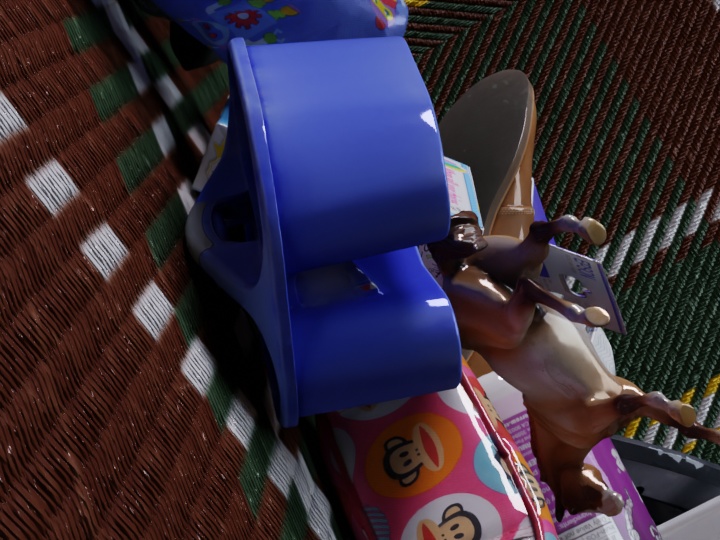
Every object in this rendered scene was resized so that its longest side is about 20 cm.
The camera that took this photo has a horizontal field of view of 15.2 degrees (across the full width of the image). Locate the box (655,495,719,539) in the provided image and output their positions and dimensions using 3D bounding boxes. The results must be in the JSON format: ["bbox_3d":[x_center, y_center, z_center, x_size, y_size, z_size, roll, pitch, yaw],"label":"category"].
[{"bbox_3d":[0.192,0.209,1.485,0.131,0.199,0.199,65,6,14],"label":"box"}]

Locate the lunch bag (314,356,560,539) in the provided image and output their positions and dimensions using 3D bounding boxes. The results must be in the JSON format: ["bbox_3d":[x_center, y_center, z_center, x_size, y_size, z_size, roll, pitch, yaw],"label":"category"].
[{"bbox_3d":[0.059,0.137,1.199,0.176,0.082,0.200,58,6,-44],"label":"lunch bag"}]

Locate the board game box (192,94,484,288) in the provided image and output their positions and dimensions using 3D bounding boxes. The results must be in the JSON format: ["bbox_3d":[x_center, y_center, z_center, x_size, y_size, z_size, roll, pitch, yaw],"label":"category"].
[{"bbox_3d":[-0.010,-0.046,1.329,0.134,0.034,0.200,21,10,-3],"label":"board game box"}]

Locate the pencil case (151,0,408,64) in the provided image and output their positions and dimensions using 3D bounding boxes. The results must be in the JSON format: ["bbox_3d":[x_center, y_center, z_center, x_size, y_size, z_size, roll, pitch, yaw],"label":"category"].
[{"bbox_3d":[-0.064,-0.143,1.261,0.200,0.087,0.078,35,42,-42],"label":"pencil case"}]

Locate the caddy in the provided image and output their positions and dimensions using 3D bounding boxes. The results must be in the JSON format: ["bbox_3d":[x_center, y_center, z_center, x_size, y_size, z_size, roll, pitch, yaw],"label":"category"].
[{"bbox_3d":[-0.022,-0.020,1.133,0.200,0.105,0.142,-108,-169,-67],"label":"caddy"}]

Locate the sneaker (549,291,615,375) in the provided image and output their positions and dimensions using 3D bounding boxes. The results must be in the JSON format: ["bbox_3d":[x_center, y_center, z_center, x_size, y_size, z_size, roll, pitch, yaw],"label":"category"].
[{"bbox_3d":[0.041,0.028,1.542,0.199,0.115,0.081,44,46,-22],"label":"sneaker"}]

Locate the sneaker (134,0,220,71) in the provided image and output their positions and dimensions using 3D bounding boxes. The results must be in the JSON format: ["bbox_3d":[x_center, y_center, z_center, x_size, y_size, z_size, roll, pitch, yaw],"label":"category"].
[{"bbox_3d":[-0.086,-0.167,1.332,0.075,0.079,0.200,50,-4,35],"label":"sneaker"}]

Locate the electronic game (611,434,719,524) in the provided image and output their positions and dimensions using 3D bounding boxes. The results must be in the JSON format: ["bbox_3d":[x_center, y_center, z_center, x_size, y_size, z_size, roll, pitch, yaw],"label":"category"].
[{"bbox_3d":[0.125,0.111,1.552,0.200,0.199,0.042,46,55,-72],"label":"electronic game"}]

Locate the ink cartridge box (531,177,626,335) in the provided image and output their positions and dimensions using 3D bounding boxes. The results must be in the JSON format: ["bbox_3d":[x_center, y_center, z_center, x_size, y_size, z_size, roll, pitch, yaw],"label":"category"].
[{"bbox_3d":[0.066,-0.025,1.636,0.199,0.044,0.198,18,-10,13],"label":"ink cartridge box"}]

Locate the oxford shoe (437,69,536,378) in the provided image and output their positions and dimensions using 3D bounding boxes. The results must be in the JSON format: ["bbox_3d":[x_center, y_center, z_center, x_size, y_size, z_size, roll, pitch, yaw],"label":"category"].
[{"bbox_3d":[0.065,-0.016,1.463,0.071,0.071,0.201,39,54,-40],"label":"oxford shoe"}]

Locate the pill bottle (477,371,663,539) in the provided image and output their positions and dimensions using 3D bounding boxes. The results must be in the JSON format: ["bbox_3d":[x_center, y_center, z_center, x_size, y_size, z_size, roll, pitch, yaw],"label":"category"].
[{"bbox_3d":[0.098,0.151,1.349,0.201,0.112,0.112,63,5,9],"label":"pill bottle"}]

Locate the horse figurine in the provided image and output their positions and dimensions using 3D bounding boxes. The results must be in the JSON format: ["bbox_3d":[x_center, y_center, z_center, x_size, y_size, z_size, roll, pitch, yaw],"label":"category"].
[{"bbox_3d":[0.088,0.035,1.214,0.200,0.050,0.132,49,-28,-24],"label":"horse figurine"}]
